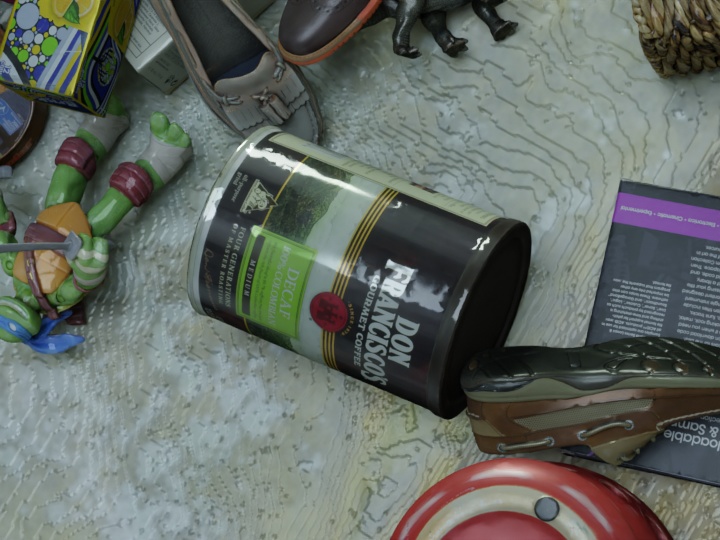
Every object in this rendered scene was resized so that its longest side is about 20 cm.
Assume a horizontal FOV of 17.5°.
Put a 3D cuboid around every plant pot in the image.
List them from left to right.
[{"bbox_3d":[0.112,0.224,1.555,0.200,0.182,0.201,-2,81,15],"label":"plant pot"}]

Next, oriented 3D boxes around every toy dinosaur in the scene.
[{"bbox_3d":[0.054,-0.211,1.718,0.200,0.077,0.102,-30,62,13],"label":"toy dinosaur"}]

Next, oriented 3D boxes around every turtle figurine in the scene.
[{"bbox_3d":[-0.224,-0.054,1.698,0.144,0.200,0.194,3,52,56],"label":"turtle figurine"}]

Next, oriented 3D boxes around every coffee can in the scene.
[{"bbox_3d":[0.000,0.000,1.643,0.200,0.146,0.147,22,86,18],"label":"coffee can"}]

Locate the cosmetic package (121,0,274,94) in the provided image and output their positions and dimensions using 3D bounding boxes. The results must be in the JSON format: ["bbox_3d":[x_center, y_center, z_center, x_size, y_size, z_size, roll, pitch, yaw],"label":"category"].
[{"bbox_3d":[-0.111,-0.239,1.755,0.200,0.073,0.104,-40,72,4],"label":"cosmetic package"}]

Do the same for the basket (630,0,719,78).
[{"bbox_3d":[0.256,-0.250,1.624,0.149,0.143,0.200,-9,78,14],"label":"basket"}]

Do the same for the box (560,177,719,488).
[{"bbox_3d":[0.230,0.046,1.632,0.143,0.036,0.200,12,81,17],"label":"box"}]

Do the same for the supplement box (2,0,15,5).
[{"bbox_3d":[-0.307,-0.287,1.782,0.200,0.111,0.086,20,47,18],"label":"supplement box"}]

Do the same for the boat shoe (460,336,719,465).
[{"bbox_3d":[0.169,0.091,1.591,0.199,0.076,0.074,-2,108,6],"label":"boat shoe"}]

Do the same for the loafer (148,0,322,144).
[{"bbox_3d":[-0.096,-0.156,1.689,0.072,0.063,0.200,-36,109,2],"label":"loafer"}]

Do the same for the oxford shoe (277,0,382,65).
[{"bbox_3d":[-0.011,-0.243,1.675,0.071,0.073,0.200,22,80,33],"label":"oxford shoe"}]

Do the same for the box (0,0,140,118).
[{"bbox_3d":[-0.198,-0.219,1.704,0.070,0.064,0.200,14,84,19],"label":"box"}]

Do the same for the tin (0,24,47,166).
[{"bbox_3d":[-0.324,-0.158,1.814,0.112,0.042,0.200,-40,72,0],"label":"tin"}]
